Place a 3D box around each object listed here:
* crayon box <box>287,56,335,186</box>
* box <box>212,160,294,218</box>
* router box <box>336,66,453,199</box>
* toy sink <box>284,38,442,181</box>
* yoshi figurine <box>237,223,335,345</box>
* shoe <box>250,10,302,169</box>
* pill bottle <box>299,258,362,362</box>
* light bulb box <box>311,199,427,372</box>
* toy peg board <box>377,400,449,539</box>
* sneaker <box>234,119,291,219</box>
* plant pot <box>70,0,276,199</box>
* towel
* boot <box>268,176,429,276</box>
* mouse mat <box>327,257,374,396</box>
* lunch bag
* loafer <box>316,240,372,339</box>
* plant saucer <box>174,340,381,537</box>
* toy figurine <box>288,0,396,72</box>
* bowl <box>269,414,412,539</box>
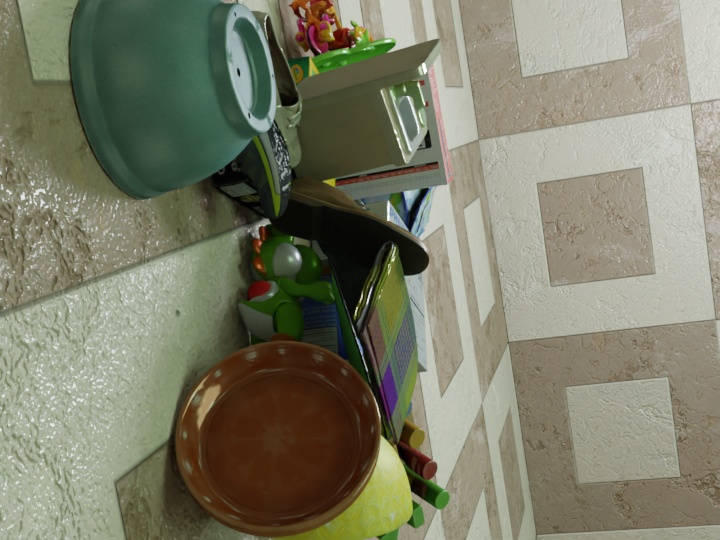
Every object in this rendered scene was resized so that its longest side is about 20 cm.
[{"bbox_3d":[-0.077,-0.172,1.345,0.119,0.057,0.203,56,30,-58],"label":"crayon box"},{"bbox_3d":[-0.129,-0.180,1.189,0.159,0.045,0.203,31,54,-71],"label":"box"},{"bbox_3d":[0.025,-0.204,1.464,0.049,0.197,0.182,-41,122,-70],"label":"router box"},{"bbox_3d":[0.014,-0.193,1.223,0.131,0.197,0.113,-62,135,-58],"label":"toy sink"},{"bbox_3d":[-0.082,0.037,1.173,0.112,0.110,0.203,87,2,-60],"label":"yoshi figurine"},{"bbox_3d":[-0.099,-0.201,1.121,0.070,0.053,0.202,-77,153,-49],"label":"shoe"},{"bbox_3d":[-0.034,0.093,1.286,0.112,0.110,0.203,29,55,-71],"label":"pill bottle"},{"bbox_3d":[0.015,0.035,1.461,0.198,0.123,0.203,50,36,-61],"label":"light bulb box"},{"bbox_3d":[0.012,0.246,1.205,0.199,0.097,0.202,-30,121,-28],"label":"toy peg board"},{"bbox_3d":[-0.133,-0.148,1.066,0.074,0.080,0.203,-58,128,-75],"label":"sneaker"},{"bbox_3d":[-0.159,-0.178,0.925,0.200,0.132,0.204,-8,90,-75],"label":"plant pot"},{"bbox_3d":[0.032,0.082,1.123,0.145,0.022,0.202,-69,153,-45],"label":"towel"},{"bbox_3d":[-0.005,-0.059,1.160,0.076,0.198,0.074,-59,170,-50],"label":"boot"},{"bbox_3d":[-0.005,0.099,1.088,0.201,0.007,0.163,84,-11,-57],"label":"mouse mat"},{"bbox_3d":[0.058,-0.131,1.658,0.170,0.126,0.203,-55,133,-56],"label":"lunch bag"},{"bbox_3d":[0.000,0.000,1.211,0.063,0.071,0.202,24,38,-51],"label":"loafer"},{"bbox_3d":[-0.078,0.160,0.951,0.033,0.197,0.202,89,5,-52],"label":"plant saucer"},{"bbox_3d":[-0.059,-0.388,1.436,0.199,0.149,0.187,-26,96,-58],"label":"toy figurine"},{"bbox_3d":[-0.043,0.196,1.026,0.200,0.197,0.110,-19,110,-74],"label":"bowl"}]
